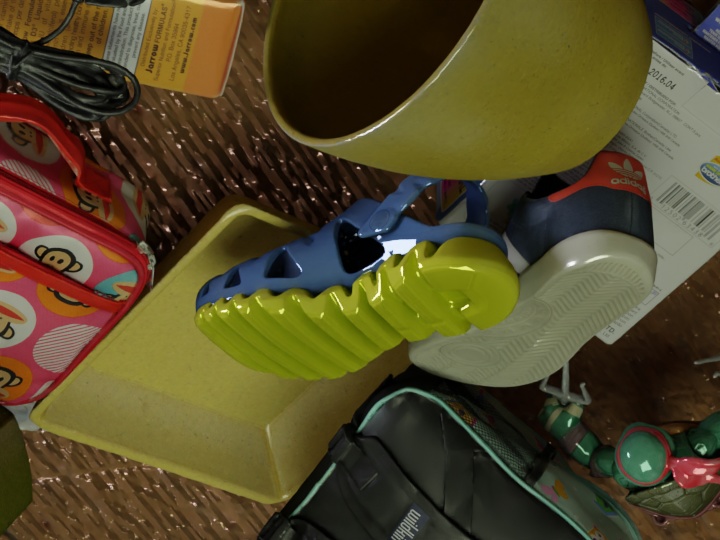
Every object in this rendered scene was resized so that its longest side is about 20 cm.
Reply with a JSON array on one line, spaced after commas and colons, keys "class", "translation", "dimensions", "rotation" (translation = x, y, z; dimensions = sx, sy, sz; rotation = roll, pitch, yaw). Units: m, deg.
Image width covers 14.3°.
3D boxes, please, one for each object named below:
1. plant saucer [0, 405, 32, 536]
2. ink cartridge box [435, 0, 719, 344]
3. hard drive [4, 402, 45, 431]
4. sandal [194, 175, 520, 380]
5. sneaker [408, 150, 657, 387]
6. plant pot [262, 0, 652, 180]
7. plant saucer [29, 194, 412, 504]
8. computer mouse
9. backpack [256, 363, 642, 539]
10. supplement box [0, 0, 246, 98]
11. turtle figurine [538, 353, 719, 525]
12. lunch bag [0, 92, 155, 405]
[{"class": "plant saucer", "translation": [-0.270, 0.075, 1.553], "dimensions": [0.199, 0.200, 0.048], "rotation": [29, 97, 0]}, {"class": "ink cartridge box", "translation": [0.156, -0.071, 1.574], "dimensions": [0.136, 0.077, 0.200], "rotation": [34, 122, -23]}, {"class": "hard drive", "translation": [-0.266, 0.020, 1.664], "dimensions": [0.199, 0.038, 0.140], "rotation": [9, 127, -8]}, {"class": "sandal", "translation": [0.000, 0.000, 1.529], "dimensions": [0.199, 0.087, 0.080], "rotation": [-14, 141, 28]}, {"class": "sneaker", "translation": [0.095, -0.002, 1.544], "dimensions": [0.075, 0.085, 0.200], "rotation": [21, 149, -27]}, {"class": "plant pot", "translation": [0.067, -0.126, 1.470], "dimensions": [0.142, 0.201, 0.200], "rotation": [27, 123, -32]}, {"class": "plant saucer", "translation": [-0.061, 0.038, 1.647], "dimensions": [0.199, 0.049, 0.200], "rotation": [22, 126, -38]}, {"class": "computer mouse", "translation": [-0.156, -0.188, 1.457], "dimensions": [0.140, 0.046, 0.201], "rotation": [17, 97, -12]}, {"class": "backpack", "translation": [0.062, 0.169, 1.646], "dimensions": [0.200, 0.153, 0.176], "rotation": [40, 106, 9]}, {"class": "supplement box", "translation": [-0.162, -0.152, 1.517], "dimensions": [0.199, 0.067, 0.069], "rotation": [10, 126, -8]}, {"class": "turtle figurine", "translation": [0.176, 0.095, 1.641], "dimensions": [0.149, 0.101, 0.200], "rotation": [-8, 169, 20]}, {"class": "lunch bag", "translation": [-0.214, -0.026, 1.547], "dimensions": [0.199, 0.082, 0.176], "rotation": [27, 127, -26]}]
